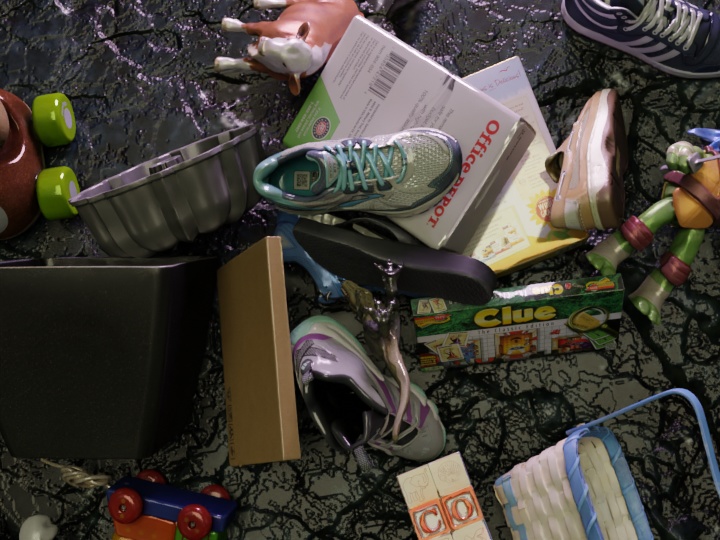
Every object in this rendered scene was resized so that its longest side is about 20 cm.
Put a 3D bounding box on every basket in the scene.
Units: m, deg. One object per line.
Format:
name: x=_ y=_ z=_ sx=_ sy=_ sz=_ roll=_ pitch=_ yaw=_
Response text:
basket: x=0.234 y=0.214 z=0.975 sx=0.198 sy=0.138 sz=0.179 roll=-21 pitch=78 yaw=33

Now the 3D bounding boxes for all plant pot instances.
plant pot: x=-0.251 y=0.079 z=1.038 sx=0.196 sy=0.200 sz=0.181 roll=0 pitch=94 yaw=5

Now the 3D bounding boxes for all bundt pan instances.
bundt pan: x=-0.176 y=-0.072 z=1.052 sx=0.199 sy=0.202 sz=0.077 roll=-22 pitch=104 yaw=2

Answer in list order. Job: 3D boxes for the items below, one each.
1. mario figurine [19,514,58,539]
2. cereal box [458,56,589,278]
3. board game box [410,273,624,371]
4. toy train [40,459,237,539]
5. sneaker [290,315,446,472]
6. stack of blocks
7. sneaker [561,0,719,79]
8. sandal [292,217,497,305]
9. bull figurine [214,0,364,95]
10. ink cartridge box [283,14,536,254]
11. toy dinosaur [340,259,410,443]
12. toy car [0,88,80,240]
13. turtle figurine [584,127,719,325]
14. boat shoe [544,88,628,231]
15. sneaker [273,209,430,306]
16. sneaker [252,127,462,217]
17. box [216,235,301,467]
mario figurine: x=-0.298 y=0.315 z=1.050 sx=0.198 sy=0.124 sz=0.107 roll=24 pitch=63 yaw=20
cereal box: x=0.130 y=-0.098 z=1.096 sx=0.142 sy=0.040 sz=0.203 roll=-20 pitch=79 yaw=4
board game box: x=0.151 y=0.052 z=1.039 sx=0.197 sy=0.105 sz=0.024 roll=-7 pitch=51 yaw=5
toy train: x=-0.227 y=0.260 z=1.059 sx=0.197 sy=0.085 sz=0.118 roll=11 pitch=95 yaw=8
sneaker: x=0.010 y=0.143 z=0.989 sx=0.199 sy=0.140 sz=0.078 roll=39 pitch=107 yaw=-22
stack of blocks: x=0.083 y=0.228 z=0.967 sx=0.058 sy=0.200 sz=0.117 roll=-21 pitch=78 yaw=1
sneaker: x=0.297 y=-0.253 z=1.070 sx=0.197 sy=0.109 sz=0.071 roll=20 pitch=84 yaw=8
sandal: x=0.032 y=-0.014 z=1.004 sx=0.197 sy=0.076 sz=0.043 roll=15 pitch=65 yaw=15
bull figurine: x=-0.070 y=-0.229 z=1.067 sx=0.120 sy=0.200 sz=0.066 roll=12 pitch=118 yaw=21
ink cartridge box: x=0.048 y=-0.129 z=1.048 sx=0.199 sy=0.084 sz=0.147 roll=36 pitch=99 yaw=19
toy dinosaur: x=0.020 y=0.050 z=0.952 sx=0.047 sy=0.201 sz=0.089 roll=-4 pitch=124 yaw=-9
toy car: x=-0.391 y=-0.124 z=1.069 sx=0.161 sy=0.200 sz=0.160 roll=-8 pitch=80 yaw=4
turtle figurine: x=0.317 y=-0.042 z=1.004 sx=0.194 sy=0.143 sz=0.201 roll=-48 pitch=45 yaw=12
boat shoe: x=0.213 y=-0.110 z=1.039 sx=0.075 sy=0.201 sz=0.072 roll=-11 pitch=122 yaw=24
sneaker: x=0.000 y=0.000 z=1.085 sx=0.198 sy=0.078 sz=0.090 roll=23 pitch=98 yaw=12
sneaker: x=-0.006 y=-0.084 z=0.975 sx=0.197 sy=0.086 sz=0.079 roll=-9 pitch=86 yaw=22
box: x=-0.100 y=0.083 z=1.033 sx=0.021 sy=0.163 sz=0.203 roll=0 pitch=79 yaw=-24
